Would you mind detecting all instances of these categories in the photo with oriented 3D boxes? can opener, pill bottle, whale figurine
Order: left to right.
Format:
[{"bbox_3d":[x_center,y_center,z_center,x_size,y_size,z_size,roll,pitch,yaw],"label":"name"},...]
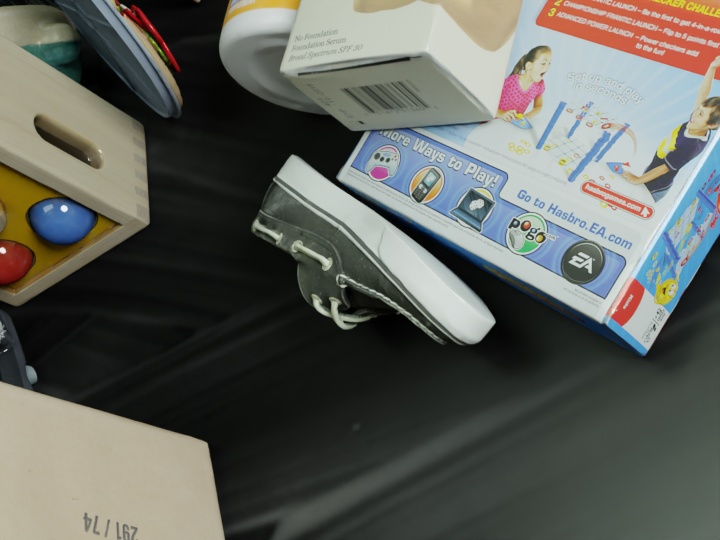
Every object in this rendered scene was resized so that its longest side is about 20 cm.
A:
[{"bbox_3d":[-0.303,-0.160,0.801,0.158,0.200,0.105,-8,103,1],"label":"whale figurine"},{"bbox_3d":[-0.266,0.108,0.727,0.063,0.079,0.200,-20,51,-19],"label":"can opener"},{"bbox_3d":[-0.018,-0.215,0.643,0.111,0.112,0.201,-3,68,37],"label":"pill bottle"}]

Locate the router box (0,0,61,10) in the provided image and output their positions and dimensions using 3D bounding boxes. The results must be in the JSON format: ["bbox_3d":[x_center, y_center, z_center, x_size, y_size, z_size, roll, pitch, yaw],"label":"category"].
[{"bbox_3d":[-0.303,-0.323,0.947,0.149,0.062,0.201,-17,60,33],"label":"router box"}]

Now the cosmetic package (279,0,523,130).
[{"bbox_3d":[0.037,-0.183,0.536,0.105,0.071,0.201,0,69,39],"label":"cosmetic package"}]

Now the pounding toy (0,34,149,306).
[{"bbox_3d":[-0.292,-0.055,0.719,0.183,0.200,0.143,-28,55,25],"label":"pounding toy"}]

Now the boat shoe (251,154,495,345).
[{"bbox_3d":[0.000,0.000,0.560,0.064,0.071,0.200,-54,40,3],"label":"boat shoe"}]

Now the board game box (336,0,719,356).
[{"bbox_3d":[0.112,-0.088,0.519,0.200,0.056,0.197,32,90,42],"label":"board game box"}]

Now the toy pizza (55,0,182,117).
[{"bbox_3d":[-0.192,-0.197,0.718,0.032,0.201,0.200,-41,47,-9],"label":"toy pizza"}]

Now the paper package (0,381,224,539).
[{"bbox_3d":[-0.165,0.171,0.515,0.103,0.200,0.192,-33,54,21],"label":"paper package"}]

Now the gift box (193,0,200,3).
[{"bbox_3d":[-0.163,-0.344,0.779,0.200,0.184,0.187,41,105,38],"label":"gift box"}]
